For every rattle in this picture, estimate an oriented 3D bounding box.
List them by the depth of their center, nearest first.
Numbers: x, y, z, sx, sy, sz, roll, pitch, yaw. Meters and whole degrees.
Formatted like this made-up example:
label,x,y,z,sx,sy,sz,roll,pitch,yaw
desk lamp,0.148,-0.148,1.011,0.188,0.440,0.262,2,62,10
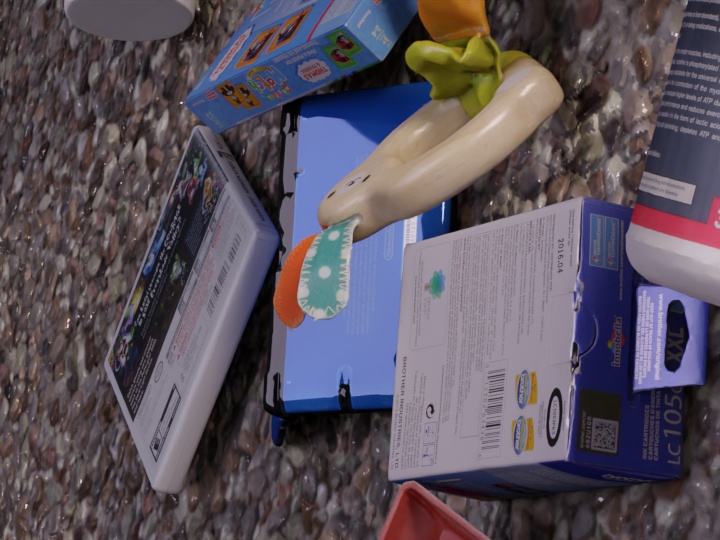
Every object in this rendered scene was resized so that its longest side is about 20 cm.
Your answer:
label,x,y,z,sx,sy,sz,roll,pitch,yaw
rattle,0.001,-0.082,1.310,0.200,0.143,0.130,-34,31,2

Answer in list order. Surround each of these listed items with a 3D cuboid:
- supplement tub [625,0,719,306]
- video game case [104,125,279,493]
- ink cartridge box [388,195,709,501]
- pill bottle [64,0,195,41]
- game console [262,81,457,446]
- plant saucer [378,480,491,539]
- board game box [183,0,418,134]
label,x,y,z,sx,sy,sz,roll,pitch,yaw
supplement tub,0.203,-0.078,1.034,0.140,0.140,0.200,22,100,59
video game case,-0.119,0.024,1.644,0.200,0.023,0.182,-68,25,19
ink cartridge box,0.099,0.043,1.232,0.200,0.076,0.137,-16,67,59
pill bottle,-0.166,-0.279,1.757,0.113,0.113,0.200,-25,58,54
game console,0.000,0.000,1.474,0.170,0.118,0.200,-4,74,27
plant saucer,0.052,0.238,1.217,0.200,0.037,0.200,33,104,50
board game box,-0.013,-0.168,1.468,0.200,0.037,0.151,-16,36,57
